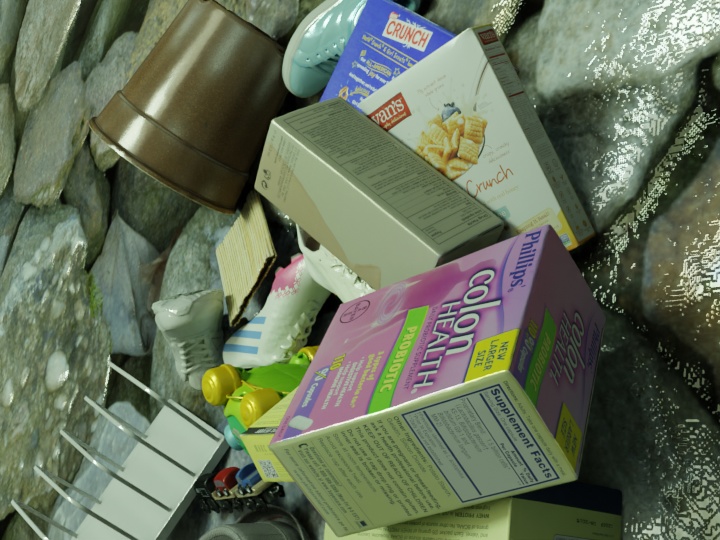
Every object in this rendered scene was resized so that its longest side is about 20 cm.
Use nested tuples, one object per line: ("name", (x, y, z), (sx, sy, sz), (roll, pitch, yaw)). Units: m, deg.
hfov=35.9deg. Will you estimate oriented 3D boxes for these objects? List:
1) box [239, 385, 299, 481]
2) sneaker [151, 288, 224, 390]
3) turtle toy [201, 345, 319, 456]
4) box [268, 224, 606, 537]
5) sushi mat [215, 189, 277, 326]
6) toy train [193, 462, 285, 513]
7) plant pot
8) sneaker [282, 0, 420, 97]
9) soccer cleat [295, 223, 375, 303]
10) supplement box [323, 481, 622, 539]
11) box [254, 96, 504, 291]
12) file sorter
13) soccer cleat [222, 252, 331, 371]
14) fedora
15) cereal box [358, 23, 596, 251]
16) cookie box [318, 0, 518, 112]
("box", (-0.009, 0.107, 0.969), (0.075, 0.200, 0.050), (-12, 109, 46))
("sneaker", (-0.178, 0.080, 1.229), (0.200, 0.077, 0.100), (89, 168, -78))
("turtle toy", (-0.056, 0.148, 1.062), (0.200, 0.145, 0.102), (23, 116, 52))
("box", (0.061, 0.080, 0.809), (0.199, 0.097, 0.176), (-21, 25, 31))
("sushi mat", (-0.131, -0.019, 1.245), (0.096, 0.012, 0.200), (-60, 22, 16))
("toy train", (-0.129, 0.224, 1.144), (0.046, 0.034, 0.200), (59, 150, -4))
("plant pot", (-0.179, -0.202, 1.288), (0.199, 0.200, 0.200), (-57, 41, 9))
("sneaker", (-0.012, -0.247, 1.187), (0.200, 0.074, 0.082), (-46, 42, 30))
("soccer cleat", (0.000, 0.000, 1.014), (0.069, 0.078, 0.200), (-41, 34, -16))
("supplement box", (0.078, 0.260, 0.847), (0.199, 0.134, 0.201), (-11, 68, 47))
("box", (0.013, -0.056, 0.949), (0.200, 0.095, 0.078), (41, 133, 24))
("file sorter", (-0.274, 0.225, 1.243), (0.139, 0.124, 0.200), (20, 72, 52))
("soccer cleat", (-0.074, 0.061, 1.163), (0.200, 0.070, 0.087), (-47, 54, 37))
("fedora", (-0.129, 0.328, 1.104), (0.200, 0.090, 0.177), (-56, 42, 21))
("cereal box", (0.096, -0.089, 0.953), (0.144, 0.039, 0.201), (-28, 89, 43))
("cookie box", (0.036, -0.147, 1.090), (0.171, 0.075, 0.201), (42, 110, 46))
